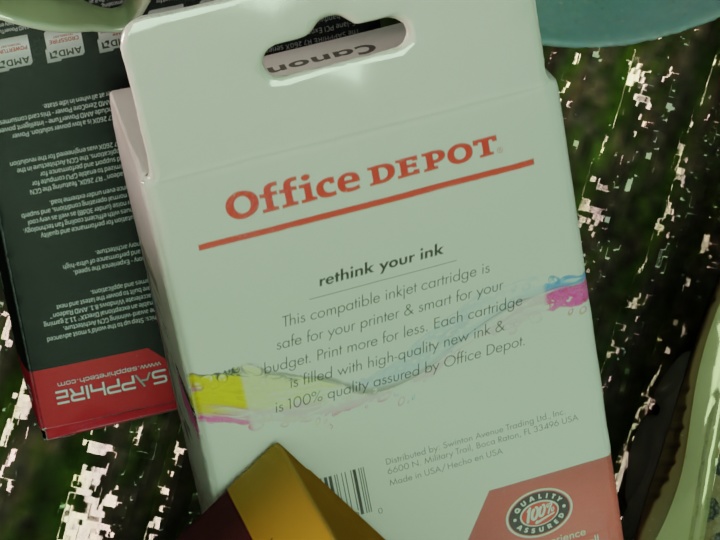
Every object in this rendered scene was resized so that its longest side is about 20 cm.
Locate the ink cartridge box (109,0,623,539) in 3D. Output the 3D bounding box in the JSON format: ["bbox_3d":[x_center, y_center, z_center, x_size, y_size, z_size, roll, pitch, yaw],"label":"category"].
[{"bbox_3d":[0.000,0.000,0.733,0.116,0.068,0.200,-14,117,-8],"label":"ink cartridge box"}]

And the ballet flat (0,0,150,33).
[{"bbox_3d":[-0.046,-0.096,0.709,0.200,0.074,0.074,2,99,-11],"label":"ballet flat"}]

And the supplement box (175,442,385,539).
[{"bbox_3d":[-0.026,0.189,0.657,0.200,0.197,0.133,-44,116,3],"label":"supplement box"}]

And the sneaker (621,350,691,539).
[{"bbox_3d":[0.121,0.096,0.834,0.081,0.083,0.200,29,91,-17],"label":"sneaker"}]

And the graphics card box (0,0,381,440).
[{"bbox_3d":[-0.056,-0.061,0.770,0.125,0.051,0.200,-13,109,-8],"label":"graphics card box"}]

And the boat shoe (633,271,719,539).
[{"bbox_3d":[0.122,0.055,0.777,0.063,0.073,0.200,17,84,8],"label":"boat shoe"}]

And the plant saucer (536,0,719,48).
[{"bbox_3d":[0.065,-0.167,0.773,0.201,0.039,0.201,4,110,12],"label":"plant saucer"}]
